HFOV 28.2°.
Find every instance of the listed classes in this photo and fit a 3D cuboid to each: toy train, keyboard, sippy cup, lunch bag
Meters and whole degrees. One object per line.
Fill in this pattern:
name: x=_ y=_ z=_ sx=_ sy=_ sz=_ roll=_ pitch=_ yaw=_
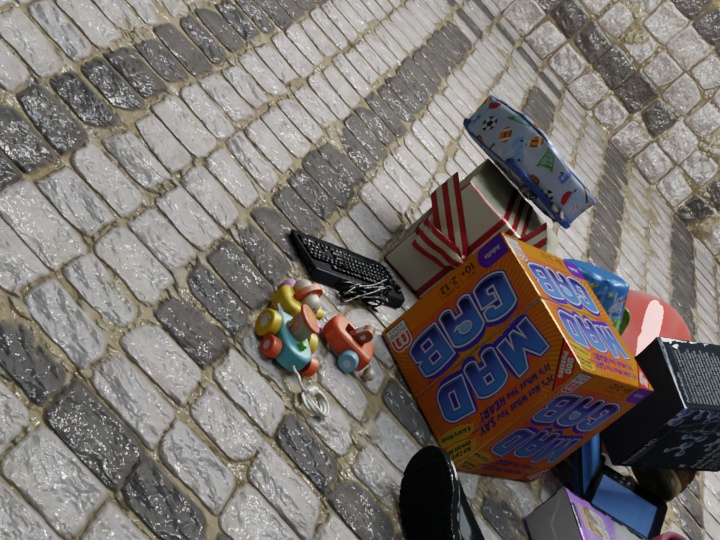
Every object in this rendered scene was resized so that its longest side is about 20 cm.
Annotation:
toy train: x=-0.036 y=0.072 z=1.543 sx=0.150 sy=0.056 sz=0.200 roll=48 pitch=21 yaw=-3
keyboard: x=0.000 y=0.000 z=1.760 sx=0.199 sy=0.040 sz=0.105 roll=18 pitch=37 yaw=-53
sippy cup: x=0.292 y=0.059 z=1.915 sx=0.139 sy=0.131 sz=0.178 roll=21 pitch=11 yaw=7
lunch bag: x=0.233 y=-0.145 z=1.962 sx=0.160 sy=0.075 sz=0.200 roll=44 pitch=7 yaw=-42

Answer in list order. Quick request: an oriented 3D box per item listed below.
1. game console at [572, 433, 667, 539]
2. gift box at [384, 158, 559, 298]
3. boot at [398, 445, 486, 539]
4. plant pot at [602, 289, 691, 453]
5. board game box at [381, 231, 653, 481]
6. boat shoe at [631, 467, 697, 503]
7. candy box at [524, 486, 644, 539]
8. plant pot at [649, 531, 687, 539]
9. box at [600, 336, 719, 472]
game console: x=0.341 y=0.261 z=1.879 sx=0.170 sy=0.119 sz=0.200 roll=31 pitch=20 yaw=10
gift box: x=0.158 y=-0.040 z=1.934 sx=0.184 sy=0.200 sz=0.187 roll=43 pitch=23 yaw=-2
boot: x=0.125 y=0.291 z=1.477 sx=0.162 sy=0.073 sz=0.199 roll=28 pitch=37 yaw=-39
plant pot: x=0.373 y=0.157 z=2.059 sx=0.200 sy=0.200 sz=0.178 roll=45 pitch=31 yaw=-12
board game box: x=0.189 y=0.110 z=1.729 sx=0.199 sy=0.200 sz=0.201 roll=18 pitch=37 yaw=-53
boat shoe: x=0.432 y=0.285 z=2.014 sx=0.072 sy=0.067 sz=0.200 roll=58 pitch=-7 yaw=10
candy box: x=0.297 y=0.374 z=1.683 sx=0.200 sy=0.071 sz=0.168 roll=36 pitch=25 yaw=-31
plant pot: x=0.288 y=0.395 z=1.461 sx=0.200 sy=0.178 sz=0.201 roll=47 pitch=22 yaw=-26
box: x=0.425 y=0.176 z=1.855 sx=0.199 sy=0.149 sz=0.108 roll=8 pitch=51 yaw=-32
